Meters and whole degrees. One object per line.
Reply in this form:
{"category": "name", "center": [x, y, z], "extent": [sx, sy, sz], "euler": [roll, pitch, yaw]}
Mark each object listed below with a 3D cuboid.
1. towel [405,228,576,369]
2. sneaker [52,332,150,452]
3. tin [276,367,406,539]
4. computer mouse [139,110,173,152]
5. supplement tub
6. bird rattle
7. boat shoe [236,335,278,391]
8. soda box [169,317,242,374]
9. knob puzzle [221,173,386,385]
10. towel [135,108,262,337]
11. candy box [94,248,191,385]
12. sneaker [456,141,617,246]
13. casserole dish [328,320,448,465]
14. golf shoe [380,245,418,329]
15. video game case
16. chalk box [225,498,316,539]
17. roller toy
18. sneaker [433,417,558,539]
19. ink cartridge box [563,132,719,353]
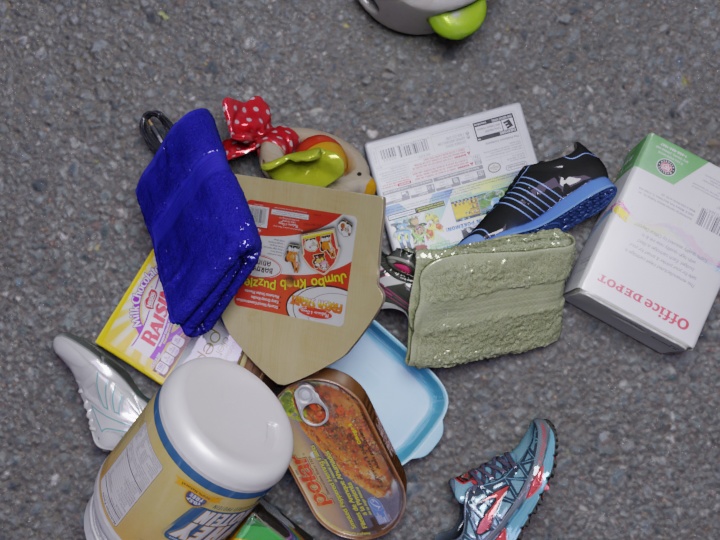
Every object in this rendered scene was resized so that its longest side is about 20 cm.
{"category": "towel", "center": [0.142, 0.034, 0.918], "extent": [0.196, 0.037, 0.151], "euler": [-8, 119, -19]}
{"category": "sneaker", "center": [-0.276, 0.151, 0.926], "extent": [0.200, 0.070, 0.080], "euler": [44, 86, 4]}
{"category": "tin", "center": [-0.022, 0.197, 0.902], "extent": [0.110, 0.042, 0.203], "euler": [-22, 106, 12]}
{"category": "computer mouse", "center": [-0.201, -0.099, 0.963], "extent": [0.058, 0.034, 0.203], "euler": [-33, 74, 28]}
{"category": "supplement tub", "center": [-0.172, 0.201, 0.825], "extent": [0.144, 0.145, 0.201], "euler": [43, 116, 5]}
{"category": "bird rattle", "center": [-0.071, -0.118, 0.950], "extent": [0.160, 0.200, 0.114], "euler": [-2, 121, -31]}
{"category": "boat shoe", "center": [-0.075, 0.070, 0.902], "extent": [0.067, 0.072, 0.203], "euler": [28, 92, 16]}
{"category": "soda box", "center": [-0.148, 0.076, 0.940], "extent": [0.063, 0.068, 0.202], "euler": [29, 82, 4]}
{"category": "knob puzzle", "center": [-0.065, 0.014, 0.857], "extent": [0.215, 0.030, 0.225], "euler": [1, 92, 19]}
{"category": "towel", "center": [-0.174, -0.052, 0.861], "extent": [0.049, 0.148, 0.202], "euler": [7, 44, -40]}
{"category": "candy box", "center": [-0.209, 0.023, 0.968], "extent": [0.101, 0.026, 0.202], "euler": [29, 82, 6]}
{"category": "sneaker", "center": [0.188, -0.072, 0.956], "extent": [0.197, 0.070, 0.079], "euler": [-27, 62, 0]}
{"category": "casserole dish", "center": [0.008, 0.131, 0.952], "extent": [0.199, 0.039, 0.122], "euler": [41, 83, 5]}
{"category": "golf shoe", "center": [0.000, 0.000, 0.946], "extent": [0.197, 0.077, 0.090], "euler": [22, 102, 17]}
{"category": "video game case", "center": [0.121, -0.087, 0.995], "extent": [0.196, 0.022, 0.186], "euler": [-15, 83, -4]}
{"category": "chalk box", "center": [-0.072, 0.347, 0.868], "extent": [0.199, 0.125, 0.125], "euler": [39, 82, -4]}
{"category": "roller toy", "center": [0.075, -0.379, 0.975], "extent": [0.179, 0.140, 0.204], "euler": [20, 87, -8]}
{"category": "sneaker", "center": [0.145, 0.244, 0.919], "extent": [0.094, 0.079, 0.202], "euler": [29, 82, 5]}
{"category": "ink cartridge box", "center": [0.340, -0.027, 0.959], "extent": [0.143, 0.088, 0.203], "euler": [27, 80, 3]}
